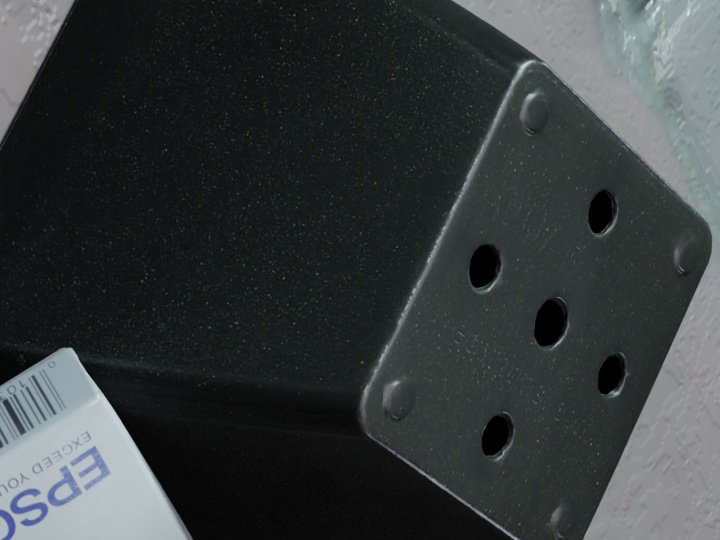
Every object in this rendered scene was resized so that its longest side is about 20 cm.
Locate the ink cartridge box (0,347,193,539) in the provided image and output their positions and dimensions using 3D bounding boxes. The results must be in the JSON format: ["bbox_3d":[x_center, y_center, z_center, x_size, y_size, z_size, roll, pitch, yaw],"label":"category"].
[{"bbox_3d":[-0.133,0.152,0.920,0.199,0.041,0.200,-32,126,-7],"label":"ink cartridge box"}]

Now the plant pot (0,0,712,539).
[{"bbox_3d":[0.000,0.000,0.978,0.200,0.177,0.200,39,72,-44],"label":"plant pot"}]
